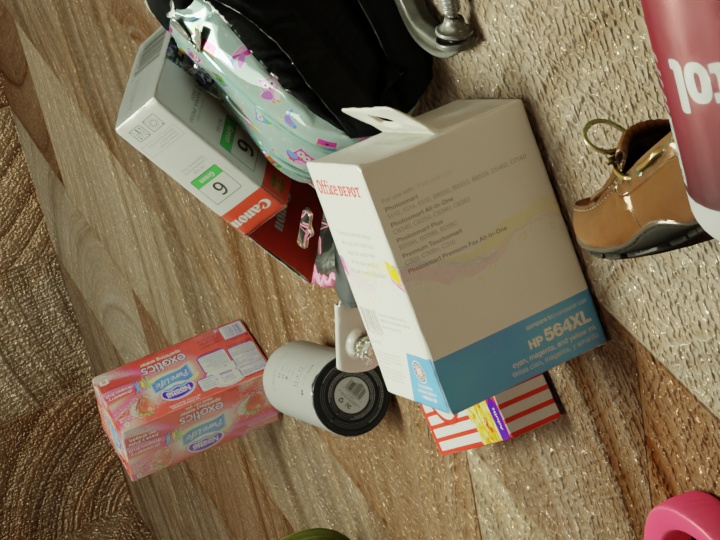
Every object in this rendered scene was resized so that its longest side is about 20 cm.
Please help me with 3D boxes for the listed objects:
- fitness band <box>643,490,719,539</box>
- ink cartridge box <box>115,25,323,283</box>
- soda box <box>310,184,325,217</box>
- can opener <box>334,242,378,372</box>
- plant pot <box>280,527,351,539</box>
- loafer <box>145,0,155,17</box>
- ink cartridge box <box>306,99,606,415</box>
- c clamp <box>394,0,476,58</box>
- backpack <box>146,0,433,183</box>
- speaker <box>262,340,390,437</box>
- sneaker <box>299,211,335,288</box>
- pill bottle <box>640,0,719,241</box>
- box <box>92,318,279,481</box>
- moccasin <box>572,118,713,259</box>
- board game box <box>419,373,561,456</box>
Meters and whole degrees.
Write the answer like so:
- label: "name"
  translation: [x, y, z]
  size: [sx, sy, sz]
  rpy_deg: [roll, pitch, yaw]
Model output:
- label: "fitness band"
  translation: [0.232, 0.231, 1.297]
  size: [0.201, 0.037, 0.144]
  rpy_deg: [84, 161, -45]
- label: "ink cartridge box"
  translation: [-0.088, -0.091, 1.514]
  size: [0.200, 0.050, 0.109]
  rpy_deg: [39, -145, -25]
- label: "soda box"
  translation: [-0.022, -0.093, 1.656]
  size: [0.200, 0.063, 0.071]
  rpy_deg: [38, 148, 60]
- label: "can opener"
  translation: [0.000, 0.000, 1.561]
  size: [0.201, 0.052, 0.067]
  rpy_deg: [90, 159, -43]
- label: "plant pot"
  translation: [-0.020, 0.417, 2.211]
  size: [0.190, 0.199, 0.201]
  rpy_deg: [30, 143, 45]
- label: "loafer"
  translation: [-0.088, -0.191, 1.570]
  size: [0.070, 0.199, 0.070]
  rpy_deg: [-44, 60, 27]
- label: "ink cartridge box"
  translation: [0.058, -0.025, 1.349]
  size: [0.201, 0.125, 0.128]
  rpy_deg: [70, 165, -11]
- label: "c clamp"
  translation: [0.040, -0.222, 1.321]
  size: [0.171, 0.027, 0.201]
  rpy_deg: [49, 156, 50]
- label: "backpack"
  translation: [-0.042, -0.166, 1.461]
  size: [0.200, 0.167, 0.127]
  rpy_deg: [50, 154, 5]
- label: "speaker"
  translation: [-0.037, 0.114, 1.979]
  size: [0.082, 0.081, 0.200]
  rpy_deg: [69, 165, -7]
- label: "sneaker"
  translation: [-0.015, -0.037, 1.718]
  size: [0.200, 0.078, 0.096]
  rpy_deg: [-178, 78, -73]
- label: "pill bottle"
  translation: [0.185, -0.081, 0.851]
  size: [0.113, 0.112, 0.201]
  rpy_deg: [33, 144, 65]
- label: "box"
  translation: [-0.207, 0.155, 2.402]
  size: [0.103, 0.199, 0.095]
  rpy_deg: [52, 157, 40]
- label: "moccasin"
  translation: [0.161, -0.051, 1.058]
  size: [0.201, 0.073, 0.078]
  rpy_deg: [142, 113, -78]
- label: "board game box"
  translation: [0.079, 0.061, 1.557]
  size: [0.152, 0.046, 0.200]
  rpy_deg: [67, 165, 4]
